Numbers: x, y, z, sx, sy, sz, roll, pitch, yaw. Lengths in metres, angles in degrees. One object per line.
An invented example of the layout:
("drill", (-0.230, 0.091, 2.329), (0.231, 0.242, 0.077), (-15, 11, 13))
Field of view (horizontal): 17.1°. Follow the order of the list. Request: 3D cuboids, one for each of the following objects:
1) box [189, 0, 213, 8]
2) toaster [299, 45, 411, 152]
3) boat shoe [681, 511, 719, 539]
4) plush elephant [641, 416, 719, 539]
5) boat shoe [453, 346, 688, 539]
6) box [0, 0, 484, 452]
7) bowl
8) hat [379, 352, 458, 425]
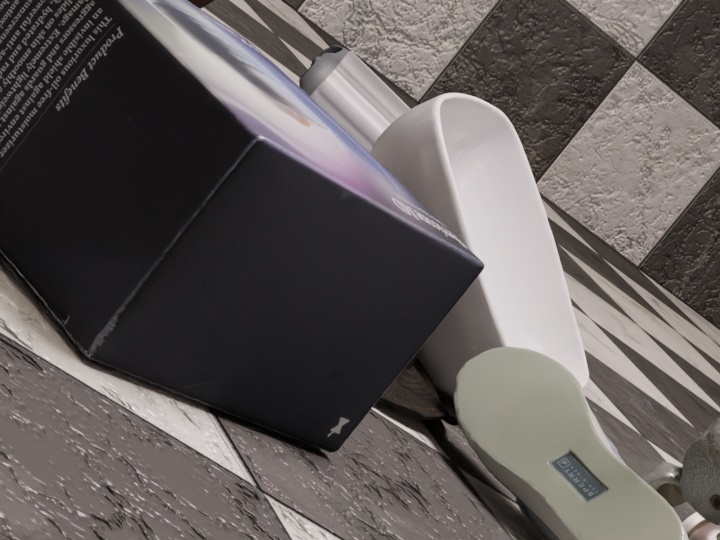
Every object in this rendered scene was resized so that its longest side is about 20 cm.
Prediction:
("box", (-0.175, -0.248, 1.466), (0.200, 0.164, 0.166), (61, 10, 7))
("toaster", (-0.008, -0.076, 1.655), (0.129, 0.114, 0.200), (41, 8, -3))
("boat shoe", (0.245, 0.199, 1.417), (0.200, 0.072, 0.060), (38, 4, -46))
("plush elephant", (0.238, 0.135, 1.286), (0.155, 0.165, 0.200), (24, 33, -24))
("boat shoe", (0.112, 0.120, 1.288), (0.201, 0.070, 0.072), (52, -18, 46))
("box", (-0.081, -0.041, 1.071), (0.198, 0.123, 0.200), (45, 10, 32))
("bowl", (0.066, -0.006, 1.507), (0.200, 0.074, 0.201), (1, 72, -72))
("hat", (0.000, 0.000, 1.364), (0.200, 0.081, 0.201), (39, 7, -6))
